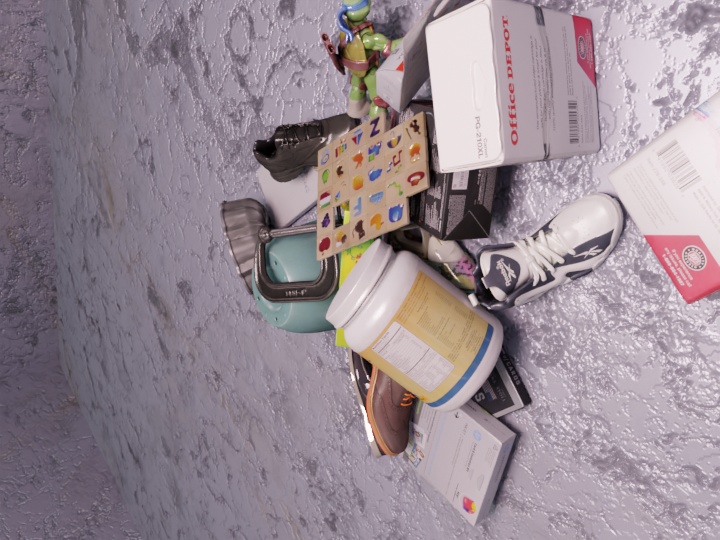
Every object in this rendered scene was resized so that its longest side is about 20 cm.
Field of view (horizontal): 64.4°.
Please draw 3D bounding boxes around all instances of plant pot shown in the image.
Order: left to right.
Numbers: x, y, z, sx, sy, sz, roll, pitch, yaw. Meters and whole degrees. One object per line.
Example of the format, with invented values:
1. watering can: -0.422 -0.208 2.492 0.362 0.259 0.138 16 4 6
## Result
1. plant pot: -0.092 0.016 0.993 0.198 0.158 0.207 16 112 45

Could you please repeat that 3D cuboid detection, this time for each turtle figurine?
1. turtle figurine: 0.037 -0.313 0.819 0.140 0.202 0.197 15 140 16

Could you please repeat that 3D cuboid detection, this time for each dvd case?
1. dvd case: 0.145 0.160 0.857 0.200 0.024 0.153 -42 68 47

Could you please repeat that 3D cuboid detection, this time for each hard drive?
1. hard drive: -0.125 -0.175 1.084 0.199 0.025 0.135 -29 78 49

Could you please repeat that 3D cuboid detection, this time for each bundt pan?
1. bundt pan: -0.200 -0.050 1.112 0.202 0.074 0.207 -21 -89 -90

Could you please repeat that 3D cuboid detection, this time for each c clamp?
1. c clamp: -0.095 -0.037 0.871 0.196 0.027 0.176 -11 89 34

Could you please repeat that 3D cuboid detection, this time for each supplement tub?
1. supplement tub: 0.068 0.069 0.737 0.198 0.146 0.145 36 135 -7

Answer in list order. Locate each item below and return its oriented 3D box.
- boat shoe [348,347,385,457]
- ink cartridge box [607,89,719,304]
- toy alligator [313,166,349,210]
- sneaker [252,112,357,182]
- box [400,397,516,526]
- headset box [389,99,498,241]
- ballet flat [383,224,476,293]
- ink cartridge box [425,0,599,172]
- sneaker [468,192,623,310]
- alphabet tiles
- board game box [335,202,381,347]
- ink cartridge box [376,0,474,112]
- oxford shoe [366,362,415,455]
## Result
1. boat shoe: 0.027 0.218 1.004 0.061 0.073 0.205 -17 79 7
2. ink cartridge box: 0.348 -0.085 0.502 0.200 0.084 0.150 -41 69 45
3. toy alligator: -0.012 -0.125 0.948 0.200 0.059 0.055 42 172 41
4. sneaker: -0.095 -0.211 0.952 0.196 0.090 0.078 -21 61 26
5. box: 0.124 0.250 0.859 0.199 0.040 0.160 35 125 40
6. headset box: 0.097 -0.142 0.757 0.200 0.073 0.153 -137 47 -61
7. ballet flat: 0.098 -0.028 0.828 0.198 0.068 0.073 24 125 48
8. ink cartridge box: 0.165 -0.187 0.601 0.083 0.197 0.149 0 101 48
9. sneaker: 0.200 -0.012 0.663 0.198 0.128 0.081 -38 73 47
10. alphabet tiles: 0.010 -0.119 0.743 0.197 0.007 0.172 -20 63 41
11. board game box: 0.000 0.000 0.847 0.046 0.102 0.206 7 111 7
12. ink cartridge box: 0.080 -0.284 0.645 0.047 0.200 0.161 39 88 5
13. oxford shoe: 0.054 0.175 0.837 0.071 0.070 0.206 0 98 44
